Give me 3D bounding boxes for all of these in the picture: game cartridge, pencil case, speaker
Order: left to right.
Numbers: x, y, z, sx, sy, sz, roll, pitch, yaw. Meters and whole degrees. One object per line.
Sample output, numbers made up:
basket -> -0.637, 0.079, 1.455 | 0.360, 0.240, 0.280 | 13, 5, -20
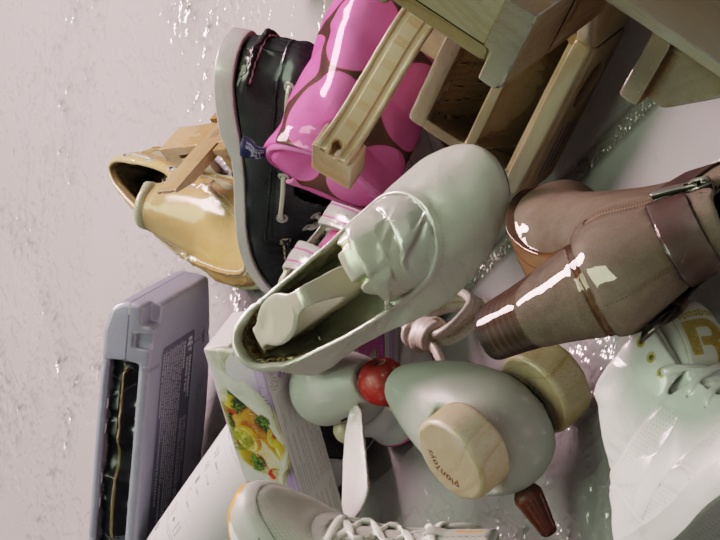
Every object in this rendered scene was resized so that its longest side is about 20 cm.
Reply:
game cartridge -> -0.137, 0.106, 1.768 | 0.041, 0.133, 0.202 | 9, 102, 18
speaker -> -0.066, 0.138, 1.664 | 0.200, 0.081, 0.082 | -55, 39, 41
pencil case -> 0.012, -0.136, 1.525 | 0.201, 0.090, 0.094 | -65, 4, -10

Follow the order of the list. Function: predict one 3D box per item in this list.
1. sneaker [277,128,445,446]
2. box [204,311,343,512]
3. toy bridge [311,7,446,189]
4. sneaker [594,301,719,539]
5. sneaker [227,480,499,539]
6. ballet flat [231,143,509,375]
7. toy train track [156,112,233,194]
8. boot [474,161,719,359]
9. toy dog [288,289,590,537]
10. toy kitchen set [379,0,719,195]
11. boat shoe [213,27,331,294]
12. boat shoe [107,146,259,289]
sneaker -> 0.000, 0.000, 1.562 | 0.081, 0.088, 0.202 | 7, 90, 62
box -> -0.042, 0.117, 1.555 | 0.038, 0.041, 0.201 | 3, 124, 30
toy bridge -> 0.041, -0.137, 1.448 | 0.200, 0.027, 0.067 | -53, -11, -17
sneaker -> 0.168, 0.062, 1.253 | 0.200, 0.073, 0.116 | -40, 53, 54
sneaker -> 0.027, 0.154, 1.403 | 0.092, 0.199, 0.076 | -62, -3, 33
ballet flat -> 0.001, 0.003, 1.411 | 0.200, 0.069, 0.070 | -38, 51, 41
toy train track -> -0.060, -0.081, 1.737 | 0.199, 0.033, 0.115 | -4, 41, 53
boot -> 0.139, -0.019, 1.313 | 0.146, 0.070, 0.200 | -26, 15, 27
toy dog -> 0.047, 0.091, 1.452 | 0.200, 0.131, 0.097 | 33, 145, 67
toy kitchen set -> 0.096, -0.086, 1.343 | 0.163, 0.200, 0.181 | 34, 123, 12
boat shoe -> -0.042, -0.058, 1.630 | 0.201, 0.060, 0.076 | 76, -150, -46
boat shoe -> -0.117, -0.036, 1.800 | 0.200, 0.076, 0.072 | 29, 110, 60
